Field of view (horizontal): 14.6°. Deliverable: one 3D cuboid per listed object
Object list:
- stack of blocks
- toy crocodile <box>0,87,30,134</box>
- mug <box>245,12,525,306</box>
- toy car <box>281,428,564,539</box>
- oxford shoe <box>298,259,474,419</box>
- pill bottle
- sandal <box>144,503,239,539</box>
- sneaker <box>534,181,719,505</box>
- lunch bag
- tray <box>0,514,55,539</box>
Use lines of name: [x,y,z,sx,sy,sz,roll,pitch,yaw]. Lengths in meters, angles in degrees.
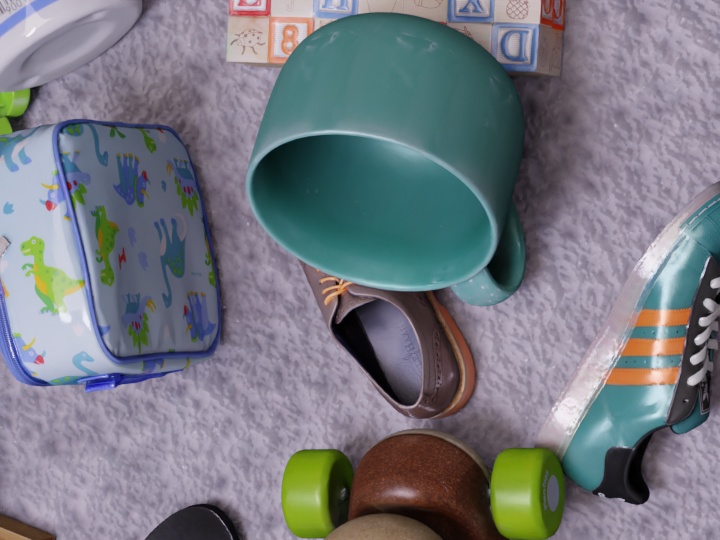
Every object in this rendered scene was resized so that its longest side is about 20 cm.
stack of blocks: [0.023,-0.179,1.708,0.200,0.059,0.115,4,92,20]
toy crocodile: [-0.243,-0.072,1.802,0.062,0.067,0.200,-21,82,50]
mug: [0.021,-0.068,1.652,0.152,0.185,0.115,7,57,13]
toy car: [0.019,0.197,1.623,0.164,0.200,0.158,-2,112,22]
oxford shoe: [0.000,0.000,1.710,0.071,0.073,0.200,-37,78,17]
pill bottle: [-0.231,-0.223,1.770,0.114,0.114,0.200,-32,80,17]
sandal: [-0.146,0.232,1.779,0.075,0.045,0.200,45,104,14]
sneaker: [0.183,0.046,1.651,0.080,0.071,0.200,34,109,15]
lunch bag: [-0.158,-0.007,1.699,0.082,0.200,0.161,-14,86,20]
tray: [-0.305,0.187,1.841,0.200,0.037,0.099,19,97,19]
